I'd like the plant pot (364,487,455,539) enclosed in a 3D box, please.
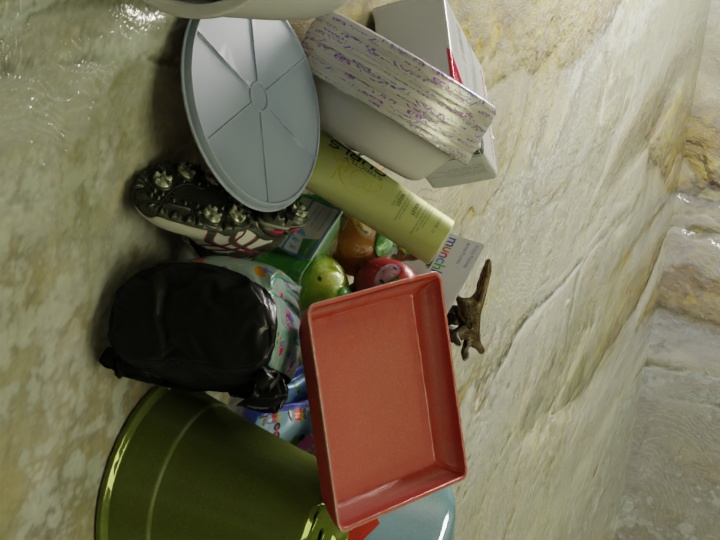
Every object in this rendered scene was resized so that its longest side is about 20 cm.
[{"bbox_3d":[0.025,0.344,1.978,0.200,0.195,0.197,-58,155,-49],"label":"plant pot"}]

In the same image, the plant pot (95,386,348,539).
[{"bbox_3d":[-0.112,0.220,1.526,0.200,0.188,0.202,16,90,-70],"label":"plant pot"}]

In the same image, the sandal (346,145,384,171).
[{"bbox_3d":[0.000,-0.146,1.735,0.079,0.059,0.208,-57,153,-38],"label":"sandal"}]

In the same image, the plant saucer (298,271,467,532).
[{"bbox_3d":[0.016,0.115,1.494,0.199,0.036,0.202,-14,97,-51],"label":"plant saucer"}]

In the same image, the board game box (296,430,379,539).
[{"bbox_3d":[-0.083,0.282,1.717,0.200,0.040,0.154,-42,137,-16],"label":"board game box"}]

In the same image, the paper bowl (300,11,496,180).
[{"bbox_3d":[0.023,-0.162,1.589,0.105,0.200,0.200,-59,160,6],"label":"paper bowl"}]

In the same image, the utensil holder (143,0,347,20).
[{"bbox_3d":[-0.086,-0.277,1.278,0.200,0.169,0.172,-14,118,-69],"label":"utensil holder"}]

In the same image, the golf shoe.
[{"bbox_3d":[-0.132,-0.040,1.448,0.088,0.078,0.199,-46,151,26],"label":"golf shoe"}]

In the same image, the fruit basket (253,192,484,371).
[{"bbox_3d":[0.000,0.000,1.642,0.186,0.198,0.094,-57,153,-36],"label":"fruit basket"}]

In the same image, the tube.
[{"bbox_3d":[-0.002,-0.080,1.612,0.052,0.199,0.058,-56,-178,15],"label":"tube"}]

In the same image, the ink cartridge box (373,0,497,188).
[{"bbox_3d":[0.085,-0.194,1.815,0.200,0.083,0.147,46,35,-66],"label":"ink cartridge box"}]

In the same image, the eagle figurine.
[{"bbox_3d":[0.045,0.032,1.790,0.151,0.199,0.153,19,91,-68],"label":"eagle figurine"}]

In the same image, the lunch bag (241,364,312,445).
[{"bbox_3d":[-0.082,0.193,1.755,0.199,0.094,0.152,-14,122,-53],"label":"lunch bag"}]

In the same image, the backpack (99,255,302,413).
[{"bbox_3d":[-0.119,0.053,1.451,0.200,0.165,0.128,33,69,-75],"label":"backpack"}]

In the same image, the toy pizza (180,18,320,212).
[{"bbox_3d":[-0.101,-0.150,1.445,0.200,0.031,0.202,21,64,-54],"label":"toy pizza"}]
